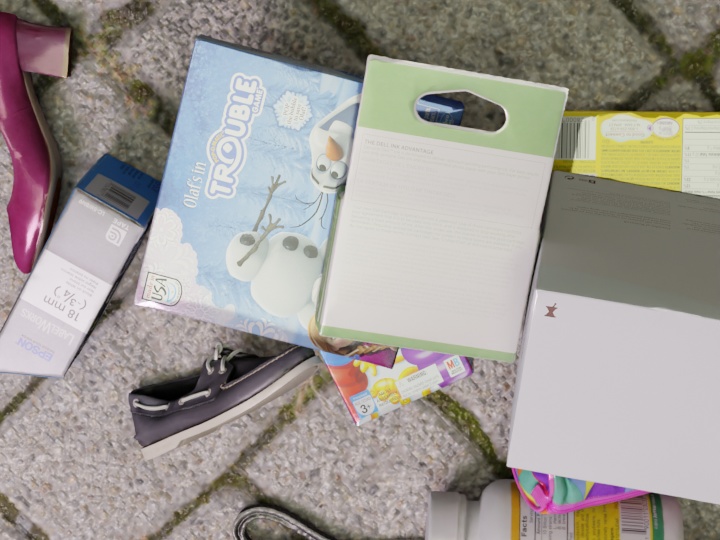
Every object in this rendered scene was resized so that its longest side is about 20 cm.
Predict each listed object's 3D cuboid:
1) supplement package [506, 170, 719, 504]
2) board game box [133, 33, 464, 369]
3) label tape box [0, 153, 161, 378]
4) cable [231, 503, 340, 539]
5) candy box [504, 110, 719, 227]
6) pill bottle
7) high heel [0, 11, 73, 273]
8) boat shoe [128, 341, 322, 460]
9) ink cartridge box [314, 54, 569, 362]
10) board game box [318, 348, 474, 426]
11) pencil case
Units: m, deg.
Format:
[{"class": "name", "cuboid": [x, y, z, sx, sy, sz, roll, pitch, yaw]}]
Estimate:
[{"class": "supplement package", "cuboid": [0.214, 0.046, 1.167, 0.190, 0.200, 0.148, 10, 118, 6]}, {"class": "board game box", "cuboid": [-0.046, -0.049, 1.170, 0.198, 0.043, 0.201, 14, 102, -3]}, {"class": "label tape box", "cuboid": [-0.228, 0.020, 1.251, 0.063, 0.144, 0.200, 29, 103, -6]}, {"class": "cable", "cuboid": [-0.009, 0.246, 1.341, 0.200, 0.050, 0.097, 34, 99, -6]}, {"class": "candy box", "cuboid": [0.211, -0.073, 1.253, 0.199, 0.026, 0.103, 2, 98, 10]}, {"class": "pill bottle", "cuboid": [0.152, 0.227, 1.298, 0.199, 0.113, 0.113, 4, 103, 1]}, {"class": "high heel", "cuboid": [-0.282, -0.100, 1.265, 0.096, 0.067, 0.201, 6, 90, -5]}, {"class": "boat shoe", "cuboid": [-0.114, 0.091, 1.275, 0.200, 0.073, 0.063, -29, 85, 37]}, {"class": "ink cartridge box", "cuboid": [0.055, -0.043, 1.127, 0.145, 0.048, 0.201, 9, 103, -6]}, {"class": "board game box", "cuboid": [0.000, 0.000, 1.256, 0.105, 0.103, 0.201, -25, 101, 8]}, {"class": "pencil case", "cuboid": [0.219, 0.138, 1.260, 0.199, 0.088, 0.089, -8, 103, -14]}]
